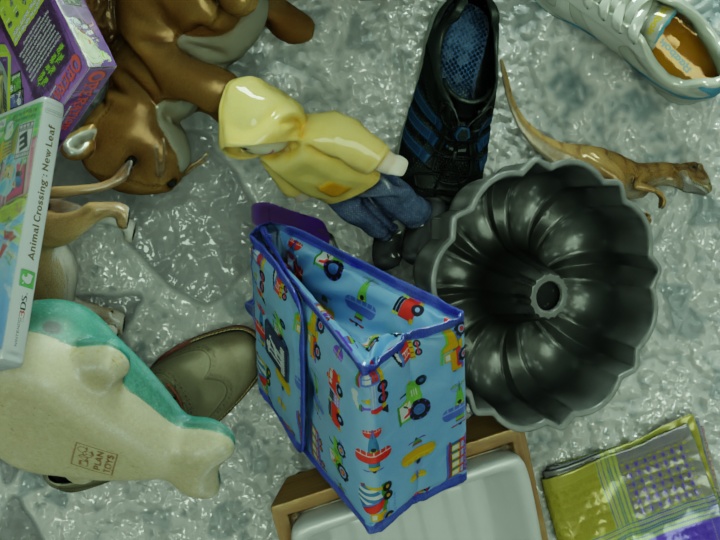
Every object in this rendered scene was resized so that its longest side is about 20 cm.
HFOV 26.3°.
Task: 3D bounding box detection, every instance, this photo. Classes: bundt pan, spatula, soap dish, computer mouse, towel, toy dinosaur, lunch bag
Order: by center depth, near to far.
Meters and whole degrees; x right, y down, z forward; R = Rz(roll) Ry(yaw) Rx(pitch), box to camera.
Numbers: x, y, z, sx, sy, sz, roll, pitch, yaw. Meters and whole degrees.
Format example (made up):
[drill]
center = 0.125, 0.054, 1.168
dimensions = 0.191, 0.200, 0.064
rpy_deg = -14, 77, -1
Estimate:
[lunch bag]
center = -0.018, 0.062, 1.110
dimensions = 0.093, 0.200, 0.152
rpy_deg = -25, 130, -28
[bundt pan]
center = 0.121, 0.013, 1.148
dimensions = 0.200, 0.076, 0.204
rpy_deg = -4, 100, -25
[soap dish]
center = 0.041, 0.203, 1.183
dimensions = 0.198, 0.081, 0.159
rpy_deg = -17, 119, -4
[spatula]
center = 0.000, 0.000, 1.203
dimensions = 0.199, 0.057, 0.021
rpy_deg = 34, 108, -20
[toy dinosaur]
center = 0.179, -0.079, 1.224
dimensions = 0.198, 0.060, 0.107
rpy_deg = 18, 73, -15
[computer mouse]
center = 0.112, 0.073, 1.234
dimensions = 0.200, 0.034, 0.059
rpy_deg = -42, 91, 5
[towel]
center = 0.237, 0.231, 1.253
dimensions = 0.142, 0.023, 0.202
rpy_deg = -17, 94, -5

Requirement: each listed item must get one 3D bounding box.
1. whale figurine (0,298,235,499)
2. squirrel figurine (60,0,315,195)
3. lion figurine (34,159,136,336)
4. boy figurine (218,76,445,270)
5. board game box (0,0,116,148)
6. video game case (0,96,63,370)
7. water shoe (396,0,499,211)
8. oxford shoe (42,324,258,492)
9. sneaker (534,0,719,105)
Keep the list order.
[whale figurine]
center = -0.181, 0.090, 1.095
dimensions = 0.198, 0.160, 0.104
rpy_deg = 20, 47, -2
[squirrel figurine]
center = -0.167, -0.162, 1.159
dimensions = 0.199, 0.141, 0.188
rpy_deg = 35, 100, 8
[lion figurine]
center = -0.235, 0.000, 1.152
dimensions = 0.121, 0.073, 0.202
rpy_deg = 11, 114, -3
[boy figurine]
center = -0.021, -0.074, 1.126
dimensions = 0.199, 0.124, 0.065
rpy_deg = 34, 62, -38
[board game box]
center = -0.251, -0.132, 1.107
dimensions = 0.032, 0.200, 0.121
rpy_deg = -5, 62, -43
[video game case]
center = -0.281, -0.014, 1.078
dimensions = 0.022, 0.199, 0.184
rpy_deg = 20, 69, -40
[water shoe]
center = 0.068, -0.116, 1.192
dimensions = 0.071, 0.079, 0.203
rpy_deg = 4, 92, -5
[oxford shoe]
center = -0.156, 0.112, 1.185
dimensions = 0.199, 0.075, 0.071
rpy_deg = -36, 95, -3
[sneaker]
center = 0.208, -0.207, 1.200
dimensions = 0.199, 0.081, 0.077
rpy_deg = 35, 91, -5
